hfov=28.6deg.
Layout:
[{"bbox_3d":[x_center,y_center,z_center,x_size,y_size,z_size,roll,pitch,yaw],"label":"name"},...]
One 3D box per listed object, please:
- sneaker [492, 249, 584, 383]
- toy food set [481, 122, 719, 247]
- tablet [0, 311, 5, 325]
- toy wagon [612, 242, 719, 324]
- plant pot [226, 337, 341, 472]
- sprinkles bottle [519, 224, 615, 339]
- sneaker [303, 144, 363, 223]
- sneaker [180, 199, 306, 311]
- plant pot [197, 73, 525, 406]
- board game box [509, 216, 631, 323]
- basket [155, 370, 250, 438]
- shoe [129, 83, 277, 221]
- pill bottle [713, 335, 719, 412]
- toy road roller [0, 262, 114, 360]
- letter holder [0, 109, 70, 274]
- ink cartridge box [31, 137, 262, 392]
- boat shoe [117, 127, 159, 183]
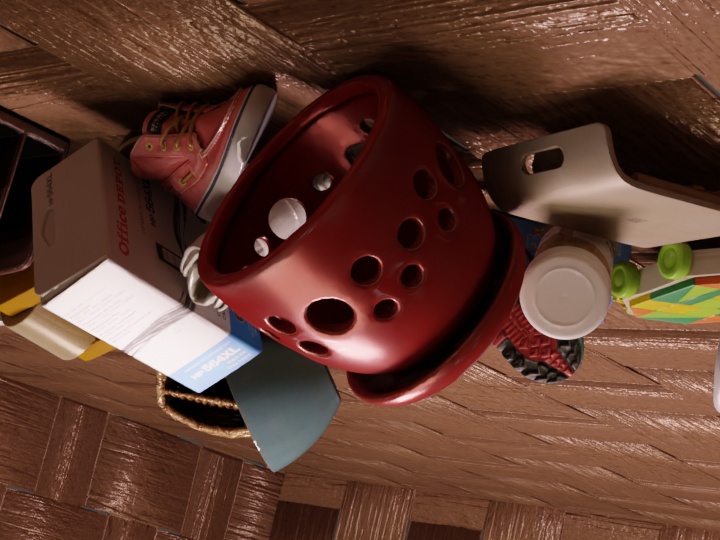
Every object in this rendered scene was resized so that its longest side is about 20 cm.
[{"bbox_3d":[0.123,0.012,1.245,0.079,0.200,0.096,-36,175,18],"label":"sneaker"},{"bbox_3d":[0.210,-0.066,1.059,0.200,0.061,0.143,12,169,-30],"label":"toy food set"},{"bbox_3d":[-0.410,-0.018,1.514,0.130,0.200,0.014,-1,136,-20],"label":"tablet"},{"bbox_3d":[0.294,0.017,1.231,0.155,0.040,0.200,8,162,-26],"label":"toy wagon"},{"bbox_3d":[-0.108,0.178,2.084,0.135,0.200,0.200,-25,163,-1],"label":"plant pot"},{"bbox_3d":[0.171,0.000,1.141,0.068,0.068,0.200,11,-167,9],"label":"sprinkles bottle"},{"bbox_3d":[-0.002,-0.072,1.204,0.200,0.077,0.081,7,142,41],"label":"sneaker"},{"bbox_3d":[-0.111,-0.014,1.227,0.074,0.116,0.200,45,164,5],"label":"sneaker"},{"bbox_3d":[0.011,-0.016,1.041,0.182,0.201,0.200,39,156,-23],"label":"plant pot"},{"bbox_3d":[0.174,-0.001,1.367,0.151,0.037,0.200,12,165,6],"label":"board game box"},{"bbox_3d":[-0.227,0.190,2.265,0.200,0.143,0.149,11,167,9],"label":"basket"},{"bbox_3d":[-0.135,-0.108,1.159,0.091,0.072,0.200,28,155,-6],"label":"shoe"},{"bbox_3d":[0.446,0.098,1.344,0.200,0.113,0.113,8,165,21],"label":"pill bottle"},{"bbox_3d":[-0.264,-0.012,1.428,0.200,0.146,0.123,-27,134,30],"label":"toy road roller"},{"bbox_3d":[-0.399,-0.073,1.393,0.200,0.142,0.101,-1,160,45],"label":"letter holder"},{"bbox_3d":[-0.189,-0.002,1.251,0.084,0.146,0.200,-32,138,21],"label":"ink cartridge box"},{"bbox_3d":[-0.175,-0.073,1.338,0.073,0.065,0.200,-17,142,9],"label":"boat shoe"}]
